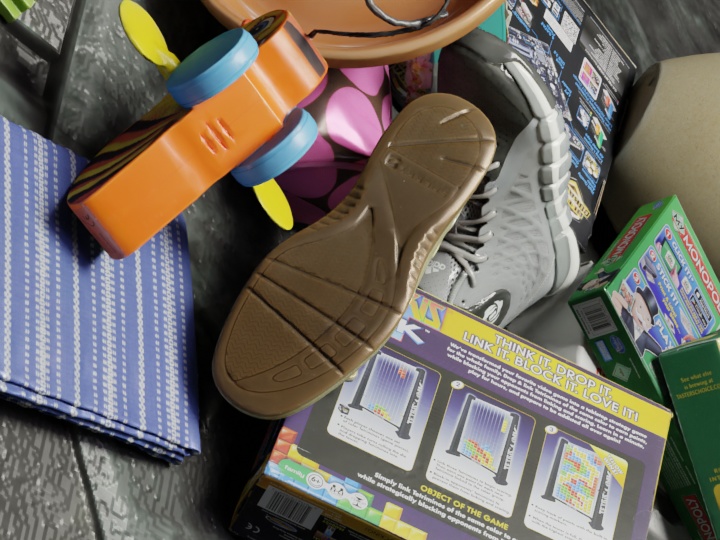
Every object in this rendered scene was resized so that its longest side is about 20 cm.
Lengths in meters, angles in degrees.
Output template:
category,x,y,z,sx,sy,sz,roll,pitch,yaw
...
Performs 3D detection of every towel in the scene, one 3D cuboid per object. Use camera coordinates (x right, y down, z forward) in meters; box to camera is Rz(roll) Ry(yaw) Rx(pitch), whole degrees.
category,x,y,z,sx,sy,sz,roll,pitch,yaw
towel,-0.150,0.002,0.926,0.200,0.024,0.145,27,49,-46

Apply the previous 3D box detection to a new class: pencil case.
category,x,y,z,sx,sy,sz,roll,pitch,yaw
pencil case,-0.017,-0.123,1.118,0.094,0.091,0.200,5,65,-15

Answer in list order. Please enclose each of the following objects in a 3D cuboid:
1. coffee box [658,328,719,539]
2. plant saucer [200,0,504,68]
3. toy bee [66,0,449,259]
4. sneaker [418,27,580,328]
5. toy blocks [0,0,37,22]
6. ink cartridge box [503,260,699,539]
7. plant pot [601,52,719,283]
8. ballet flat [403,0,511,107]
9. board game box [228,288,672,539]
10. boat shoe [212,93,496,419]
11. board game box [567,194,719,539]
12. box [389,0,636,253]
category,x,y,z,sx,sy,sz,roll,pitch,yaw
coffee box,0.246,0.128,1.178,0.123,0.044,0.200,-11,83,-55
plant saucer,-0.001,-0.190,1.078,0.037,0.200,0.200,78,9,-62
toy bee,-0.054,-0.082,0.975,0.109,0.200,0.131,-134,-152,-70
sneaker,0.060,-0.031,1.115,0.115,0.075,0.200,-43,136,-23
toy blocks,-0.104,-0.219,1.003,0.100,0.137,0.200,53,37,-21
ink cartridge box,0.156,0.114,1.226,0.200,0.083,0.147,43,42,-33
plant pot,0.240,-0.071,1.379,0.134,0.200,0.200,27,44,-7
ballet flat,0.053,-0.093,1.184,0.076,0.064,0.200,-10,116,-31
board game box,0.051,0.102,1.033,0.200,0.057,0.165,26,43,-4
boat shoe,0.000,0.000,1.005,0.073,0.063,0.200,38,70,9
board game box,0.203,0.070,1.213,0.200,0.029,0.135,62,35,-12
box,0.097,-0.136,1.313,0.200,0.050,0.199,48,41,-25
